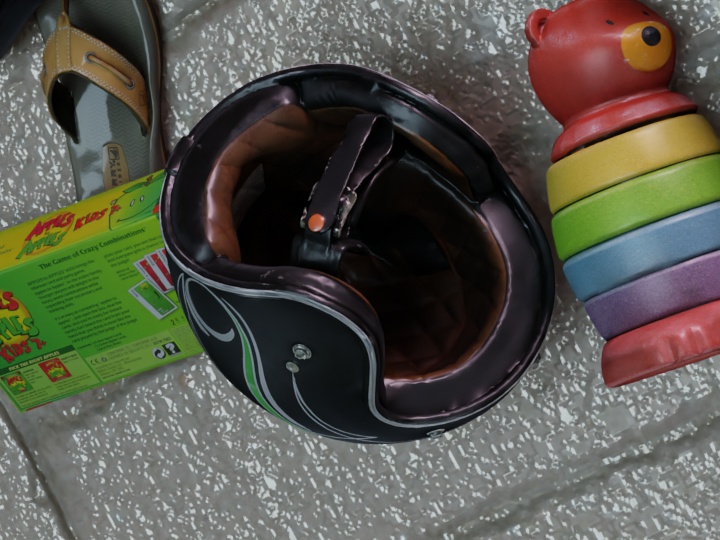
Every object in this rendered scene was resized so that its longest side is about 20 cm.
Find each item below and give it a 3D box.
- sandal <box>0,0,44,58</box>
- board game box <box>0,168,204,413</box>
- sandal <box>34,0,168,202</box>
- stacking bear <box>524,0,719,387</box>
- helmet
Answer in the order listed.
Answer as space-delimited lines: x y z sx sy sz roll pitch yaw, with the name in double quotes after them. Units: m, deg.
-0.214 -0.177 1.406 0.200 0.043 0.077 -31 67 48 "sandal"
-0.148 0.010 1.431 0.199 0.048 0.102 -19 121 29 "board game box"
-0.161 -0.104 1.423 0.081 0.055 0.202 1 104 26 "sandal"
0.147 -0.050 1.259 0.114 0.121 0.201 -28 78 61 "stacking bear"
0.000 0.000 1.297 0.199 0.191 0.201 -15 52 20 "helmet"
